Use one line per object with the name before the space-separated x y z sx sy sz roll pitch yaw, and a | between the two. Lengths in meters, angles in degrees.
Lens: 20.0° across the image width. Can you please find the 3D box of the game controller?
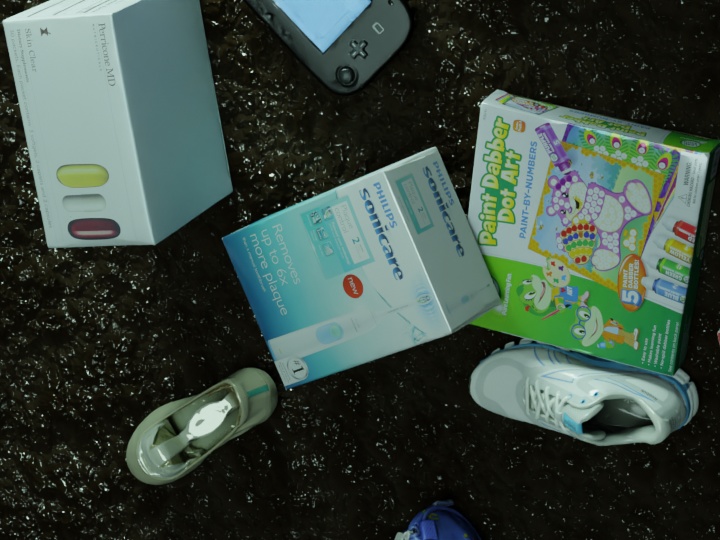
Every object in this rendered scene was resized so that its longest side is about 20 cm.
game controller | -0.046 -0.244 1.714 0.200 0.042 0.104 47 121 1

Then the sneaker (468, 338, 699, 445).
sneaker | 0.179 0.108 1.724 0.198 0.087 0.076 4 113 25

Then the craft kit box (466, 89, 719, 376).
craft kit box | 0.185 -0.031 1.692 0.196 0.048 0.202 15 115 22

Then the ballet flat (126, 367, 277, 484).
ballet flat | -0.162 0.151 1.907 0.200 0.069 0.070 -36 93 31

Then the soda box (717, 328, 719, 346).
soda box | 0.389 0.057 1.619 0.199 0.063 0.071 -7 107 26

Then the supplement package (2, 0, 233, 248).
supplement package | -0.205 -0.138 1.761 0.110 0.156 0.202 -2 109 24

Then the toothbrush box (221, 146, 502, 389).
toothbrush box | 0.000 0.000 1.737 0.199 0.085 0.147 -19 95 39

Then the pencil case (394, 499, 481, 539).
pencil case | 0.031 0.296 1.866 0.087 0.078 0.200 29 123 -22
